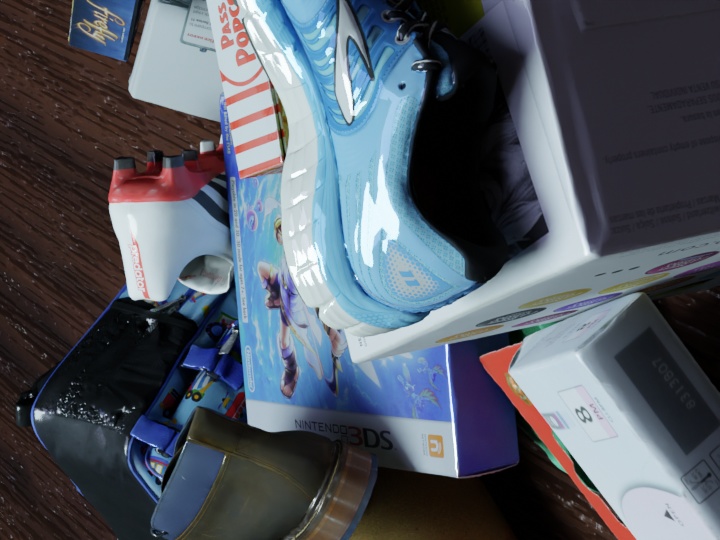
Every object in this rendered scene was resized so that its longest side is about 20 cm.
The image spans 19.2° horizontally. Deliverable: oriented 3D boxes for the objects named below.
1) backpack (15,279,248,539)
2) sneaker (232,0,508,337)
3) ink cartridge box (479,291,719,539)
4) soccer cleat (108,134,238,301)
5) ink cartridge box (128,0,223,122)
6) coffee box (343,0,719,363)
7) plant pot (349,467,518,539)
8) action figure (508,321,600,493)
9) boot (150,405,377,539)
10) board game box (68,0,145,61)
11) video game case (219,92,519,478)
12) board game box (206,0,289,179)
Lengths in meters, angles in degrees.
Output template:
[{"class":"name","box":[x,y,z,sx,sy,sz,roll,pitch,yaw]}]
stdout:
[{"class":"backpack","box":[-0.081,0.070,1.283,0.134,0.200,0.183,11,146,36]},{"class":"sneaker","box":[0.015,-0.081,0.775,0.090,0.078,0.201,-12,91,42]},{"class":"ink cartridge box","box":[0.119,0.100,0.946,0.163,0.057,0.200,53,157,-3]},{"class":"soccer cleat","box":[-0.075,-0.032,1.223,0.068,0.200,0.086,3,100,29]},{"class":"ink cartridge box","box":[-0.060,-0.200,1.191,0.200,0.083,0.147,114,170,-46]},{"class":"coffee box","box":[0.097,-0.092,0.880,0.198,0.199,0.201,-28,75,60]},{"class":"plant pot","box":[0.030,0.198,1.141,0.187,0.186,0.201,119,149,-49]},{"class":"action figure","box":[0.096,0.045,1.077,0.200,0.055,0.118,49,137,36]},{"class":"boot","box":[-0.072,0.123,1.123,0.200,0.097,0.075,-47,22,54]},{"class":"board game box","box":[-0.105,-0.203,1.048,0.200,0.034,0.136,124,161,-72]},{"class":"video game case","box":[0.000,0.000,1.112,0.181,0.045,0.201,1,98,51]},{"class":"board game box","box":[0.025,-0.132,0.996,0.046,0.199,0.152,-13,86,59]}]
